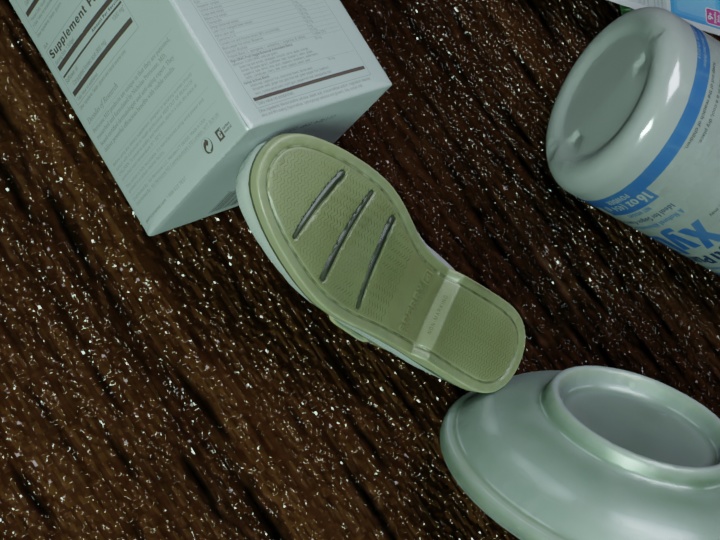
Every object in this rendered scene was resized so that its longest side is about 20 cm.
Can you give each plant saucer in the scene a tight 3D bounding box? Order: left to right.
[{"bbox_3d":[0.142,0.098,0.931,0.199,0.050,0.200,15,23,-6],"label":"plant saucer"}]

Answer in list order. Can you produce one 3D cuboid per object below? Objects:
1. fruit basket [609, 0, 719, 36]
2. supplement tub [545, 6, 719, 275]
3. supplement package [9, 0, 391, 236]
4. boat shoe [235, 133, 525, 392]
[{"bbox_3d":[0.174,-0.266,1.254,0.199,0.094,0.186,16,52,-27],"label":"fruit basket"},{"bbox_3d":[0.232,-0.071,1.136,0.199,0.132,0.132,27,47,-22],"label":"supplement tub"},{"bbox_3d":[-0.097,-0.140,0.926,0.113,0.109,0.201,-21,76,-45],"label":"supplement package"},{"bbox_3d":[0.000,0.000,0.914,0.200,0.068,0.075,43,72,-33],"label":"boat shoe"}]
